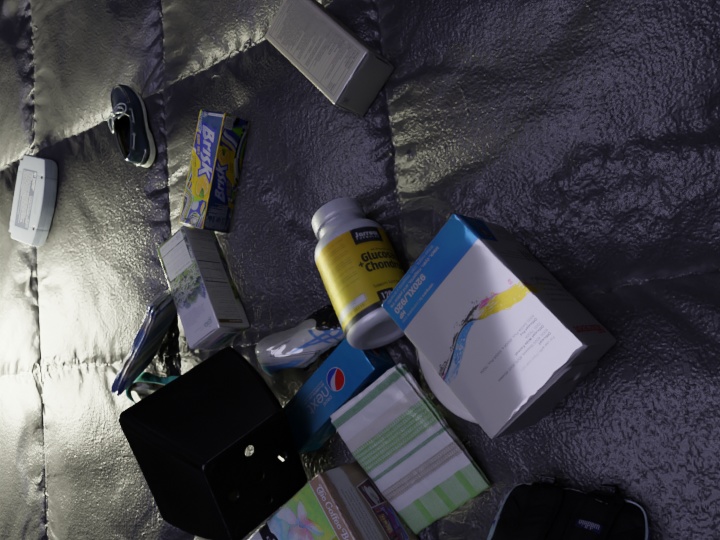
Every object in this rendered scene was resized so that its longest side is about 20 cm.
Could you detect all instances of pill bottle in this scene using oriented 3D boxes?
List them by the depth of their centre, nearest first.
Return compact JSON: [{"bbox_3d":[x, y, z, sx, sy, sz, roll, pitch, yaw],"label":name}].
[{"bbox_3d":[0.000,0.000,0.915,0.112,0.111,0.202,-38,61,26],"label":"pill bottle"}]

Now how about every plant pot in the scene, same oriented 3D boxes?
[{"bbox_3d":[-0.192,0.260,0.923,0.176,0.198,0.203,13,125,48],"label":"plant pot"}]

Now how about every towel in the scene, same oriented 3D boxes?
[{"bbox_3d":[0.065,0.243,0.882,0.149,0.031,0.201,-41,84,27],"label":"towel"},{"bbox_3d":[-0.376,0.115,1.161,0.024,0.147,0.202,30,111,-2],"label":"towel"}]

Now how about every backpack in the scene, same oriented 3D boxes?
[{"bbox_3d":[0.215,0.342,0.696,0.175,0.199,0.154,0,107,33],"label":"backpack"}]

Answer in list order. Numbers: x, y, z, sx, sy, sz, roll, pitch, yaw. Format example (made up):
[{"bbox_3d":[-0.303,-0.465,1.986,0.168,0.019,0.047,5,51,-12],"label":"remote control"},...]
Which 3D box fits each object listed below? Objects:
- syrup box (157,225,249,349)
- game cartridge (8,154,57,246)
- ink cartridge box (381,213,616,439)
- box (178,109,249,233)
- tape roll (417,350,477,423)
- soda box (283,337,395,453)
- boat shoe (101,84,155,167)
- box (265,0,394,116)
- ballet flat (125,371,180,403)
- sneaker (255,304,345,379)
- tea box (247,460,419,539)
[{"bbox_3d":[-0.276,0.030,1.129,0.078,0.081,0.203,-34,69,25],"label":"syrup box"},{"bbox_3d":[-0.765,-0.164,1.513,0.132,0.041,0.204,15,96,38],"label":"game cartridge"},{"bbox_3d":[0.158,0.061,0.740,0.145,0.146,0.201,-51,61,20],"label":"ink cartridge box"},{"bbox_3d":[-0.258,-0.175,1.142,0.069,0.064,0.204,15,95,34],"label":"box"},{"bbox_3d":[0.167,0.095,0.843,0.200,0.037,0.207,-2,86,35],"label":"tape roll"},{"bbox_3d":[-0.040,0.184,0.965,0.201,0.064,0.068,-50,62,22],"label":"soda box"},{"bbox_3d":[-0.473,-0.297,1.301,0.074,0.061,0.203,-32,69,31],"label":"boat shoe"},{"bbox_3d":[-0.050,-0.338,0.998,0.095,0.077,0.201,-51,61,21],"label":"box"},{"bbox_3d":[-0.358,0.229,1.177,0.197,0.070,0.069,0,116,36],"label":"ballet flat"},{"bbox_3d":[-0.072,0.110,1.000,0.197,0.072,0.073,-24,112,24],"label":"sneaker"},{"bbox_3d":[-0.029,0.408,0.899,0.197,0.133,0.201,-47,63,22],"label":"tea box"}]
